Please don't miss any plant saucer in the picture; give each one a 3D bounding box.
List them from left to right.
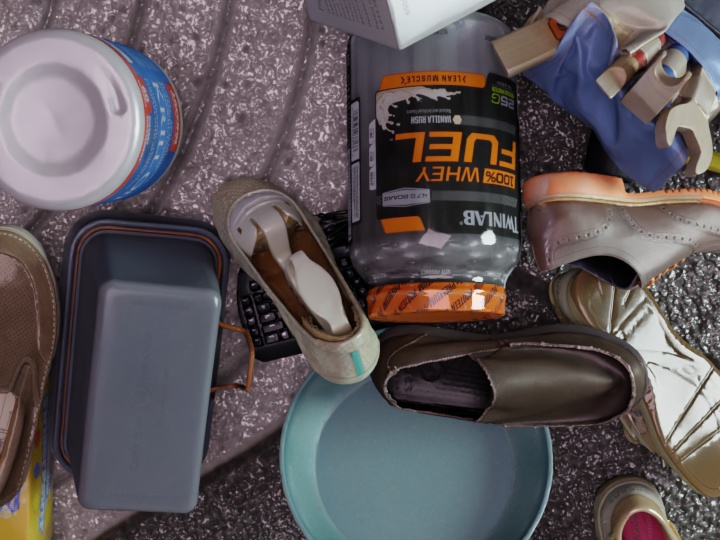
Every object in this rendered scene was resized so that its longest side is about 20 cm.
[{"bbox_3d":[0.040,0.139,0.938,0.197,0.036,0.202,1,63,-1],"label":"plant saucer"}]

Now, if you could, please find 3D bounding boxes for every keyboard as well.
[{"bbox_3d":[0.000,0.000,0.960,0.198,0.040,0.105,-15,96,3],"label":"keyboard"}]

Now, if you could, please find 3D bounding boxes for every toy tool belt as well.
[{"bbox_3d":[0.187,-0.110,0.848,0.200,0.125,0.123,43,60,7],"label":"toy tool belt"}]

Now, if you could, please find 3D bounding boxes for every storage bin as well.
[{"bbox_3d":[-0.144,0.074,0.910,0.144,0.134,0.203,5,102,-14],"label":"storage bin"}]

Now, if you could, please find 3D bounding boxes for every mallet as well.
[{"bbox_3d":[0.264,-0.089,0.943,0.197,0.041,0.067,7,94,-3],"label":"mallet"}]

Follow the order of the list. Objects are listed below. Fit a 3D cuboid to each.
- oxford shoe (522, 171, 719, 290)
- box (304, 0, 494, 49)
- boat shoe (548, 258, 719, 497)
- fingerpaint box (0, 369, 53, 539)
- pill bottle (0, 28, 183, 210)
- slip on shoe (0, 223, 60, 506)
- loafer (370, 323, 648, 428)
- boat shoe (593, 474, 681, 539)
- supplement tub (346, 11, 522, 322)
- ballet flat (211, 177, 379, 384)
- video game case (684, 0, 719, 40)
[{"bbox_3d":[0.201,-0.019,0.908,0.197,0.071,0.074,5,77,-21],"label":"oxford shoe"},{"bbox_3d":[0.045,-0.280,0.820,0.198,0.130,0.202,-30,120,-18],"label":"box"},{"bbox_3d":[0.213,0.078,0.955,0.073,0.063,0.201,-35,97,-20],"label":"boat shoe"},{"bbox_3d":[-0.318,0.110,0.968,0.164,0.073,0.203,4,97,1],"label":"fingerpaint box"},{"bbox_3d":[-0.181,-0.102,0.876,0.111,0.200,0.114,0,97,3],"label":"pill bottle"},{"bbox_3d":[-0.256,0.070,0.896,0.075,0.061,0.203,11,95,-2],"label":"slip on shoe"},{"bbox_3d":[0.101,0.083,0.898,0.197,0.071,0.074,0,110,8],"label":"loafer"},{"bbox_3d":[0.222,0.258,0.962,0.073,0.069,0.202,-19,95,4],"label":"boat shoe"},{"bbox_3d":[0.051,-0.068,0.891,0.121,0.123,0.203,-2,83,3],"label":"supplement tub"},{"bbox_3d":[-0.046,-0.009,0.905,0.067,0.063,0.200,-32,60,-12],"label":"ballet flat"},{"bbox_3d":[0.317,-0.175,0.903,0.199,0.019,0.143,39,65,-1],"label":"video game case"}]
